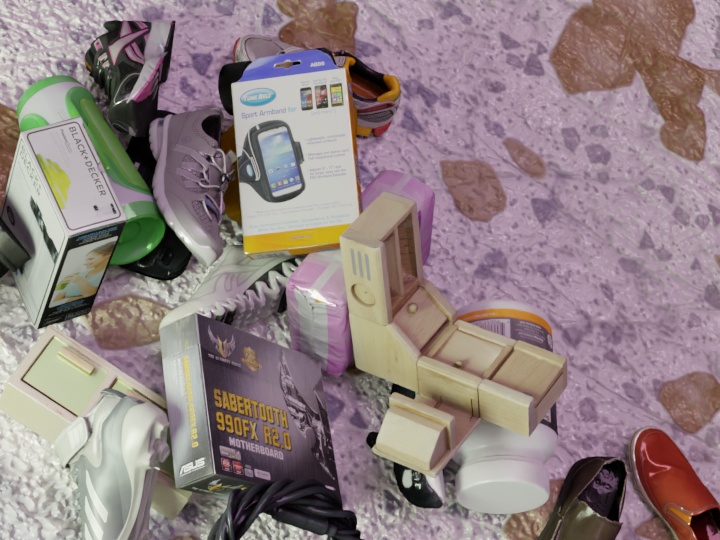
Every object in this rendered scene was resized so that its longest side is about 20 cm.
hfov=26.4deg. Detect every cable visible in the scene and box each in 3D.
[{"bbox_3d":[-0.065,0.270,1.401,0.163,0.051,0.200,-40,122,-21],"label":"cable"}]

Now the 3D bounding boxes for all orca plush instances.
[{"bbox_3d":[0.036,0.153,1.560,0.071,0.105,0.200,-13,68,6],"label":"orca plush"}]

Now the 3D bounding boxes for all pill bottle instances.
[{"bbox_3d":[0.143,0.140,1.583,0.116,0.116,0.200,11,60,-17],"label":"pill bottle"}]

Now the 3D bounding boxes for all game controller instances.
[{"bbox_3d":[-0.208,-0.083,1.611,0.104,0.042,0.200,15,56,3],"label":"game controller"}]

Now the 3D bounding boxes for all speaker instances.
[{"bbox_3d":[-0.271,-0.102,1.542,0.088,0.089,0.200,-18,58,-30],"label":"speaker"}]

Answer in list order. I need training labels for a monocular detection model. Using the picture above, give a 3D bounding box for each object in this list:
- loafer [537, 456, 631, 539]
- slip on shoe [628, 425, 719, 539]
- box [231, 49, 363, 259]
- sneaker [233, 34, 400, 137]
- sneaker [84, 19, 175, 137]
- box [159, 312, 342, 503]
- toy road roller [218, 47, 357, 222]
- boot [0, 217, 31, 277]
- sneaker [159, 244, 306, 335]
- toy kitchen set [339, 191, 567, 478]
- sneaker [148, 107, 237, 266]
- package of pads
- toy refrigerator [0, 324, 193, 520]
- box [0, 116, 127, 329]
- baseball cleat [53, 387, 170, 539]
[{"bbox_3d":[0.227,0.268,1.573,0.073,0.071,0.200,25,56,-8],"label":"loafer"},{"bbox_3d":[0.354,0.253,1.643,0.074,0.061,0.200,-16,69,-27],"label":"slip on shoe"},{"bbox_3d":[-0.062,-0.116,1.530,0.119,0.041,0.201,-6,78,8],"label":"box"},{"bbox_3d":[-0.046,-0.223,1.724,0.200,0.082,0.078,18,57,-12],"label":"sneaker"},{"bbox_3d":[-0.251,-0.206,1.622,0.086,0.081,0.200,8,29,-4],"label":"sneaker"},{"bbox_3d":[-0.102,0.142,1.458,0.200,0.048,0.159,27,47,-51],"label":"box"},{"bbox_3d":[-0.064,-0.135,1.636,0.146,0.123,0.201,23,63,-64],"label":"toy road roller"},{"bbox_3d":[-0.422,-0.022,1.458,0.158,0.079,0.211,-42,49,-4],"label":"boot"},{"bbox_3d":[-0.135,0.022,1.562,0.081,0.075,0.200,45,45,17],"label":"sneaker"},{"bbox_3d":[0.068,0.067,1.445,0.200,0.181,0.163,20,47,28],"label":"toy kitchen set"},{"bbox_3d":[-0.159,-0.093,1.530,0.082,0.075,0.200,-24,52,9],"label":"sneaker"},{"bbox_3d":[0.000,0.000,1.590,0.076,0.121,0.200,25,53,18],"label":"package of pads"},{"bbox_3d":[-0.234,0.143,1.450,0.200,0.070,0.076,34,56,-2],"label":"toy refrigerator"},{"bbox_3d":[-0.286,-0.042,1.450,0.060,0.200,0.117,-18,72,-28],"label":"box"},{"bbox_3d":[-0.233,0.204,1.388,0.106,0.070,0.200,21,98,19],"label":"baseball cleat"}]
